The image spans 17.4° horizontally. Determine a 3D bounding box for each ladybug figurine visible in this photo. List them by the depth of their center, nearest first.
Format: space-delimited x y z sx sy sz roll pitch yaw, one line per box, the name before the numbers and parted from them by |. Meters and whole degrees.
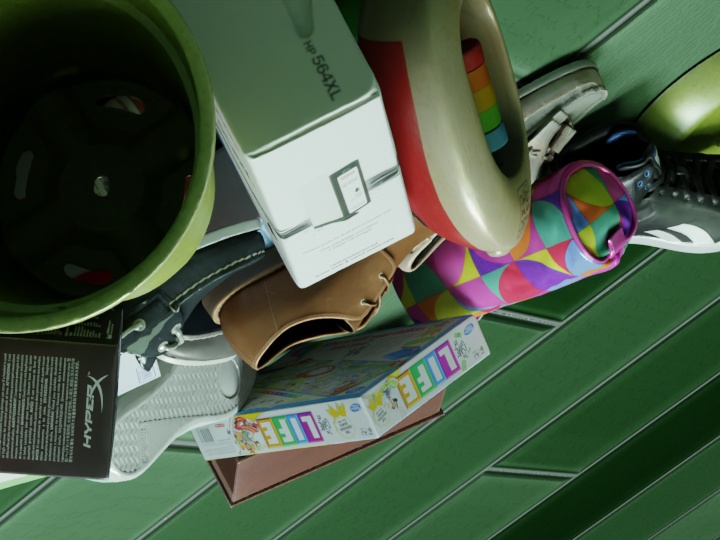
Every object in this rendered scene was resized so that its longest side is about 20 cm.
ladybug figurine | 0.049 -0.100 1.417 0.071 0.201 0.136 -10 -165 21

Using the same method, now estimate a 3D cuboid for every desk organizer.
desk organizer | -0.030 0.109 1.900 0.199 0.072 0.077 -22 155 -18

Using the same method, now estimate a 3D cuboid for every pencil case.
pencil case | 0.111 -0.013 1.725 0.088 0.089 0.200 -9 168 -42

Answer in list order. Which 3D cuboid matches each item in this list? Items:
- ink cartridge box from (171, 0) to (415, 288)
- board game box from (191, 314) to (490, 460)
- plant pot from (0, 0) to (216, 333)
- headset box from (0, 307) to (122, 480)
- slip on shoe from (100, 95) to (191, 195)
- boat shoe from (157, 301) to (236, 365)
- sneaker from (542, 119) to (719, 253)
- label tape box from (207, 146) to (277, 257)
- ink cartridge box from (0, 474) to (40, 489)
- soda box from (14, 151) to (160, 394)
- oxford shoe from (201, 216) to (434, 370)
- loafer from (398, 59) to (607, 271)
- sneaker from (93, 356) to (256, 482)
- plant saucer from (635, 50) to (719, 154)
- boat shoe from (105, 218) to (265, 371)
ink cartridge box | -0.043 -0.099 1.324 0.084 0.147 0.200 -26 158 -3
board game box | -0.018 0.088 1.747 0.199 0.034 0.134 -12 -163 48
plant pot | -0.157 -0.056 1.251 0.200 0.201 0.184 -30 169 3
headset box | -0.229 0.057 1.262 0.198 0.076 0.149 4 -174 -6
slip on shoe | -0.126 -0.045 1.448 0.061 0.074 0.200 -24 153 -20
boat shoe | -0.078 0.019 1.663 0.199 0.067 0.057 -10 136 -50
sneaker | 0.236 -0.067 1.778 0.198 0.074 0.112 -5 154 -5
label tape box | -0.014 -0.064 1.553 0.199 0.066 0.143 -33 159 1
ink cartridge box | -0.259 0.067 1.556 0.145 0.048 0.201 -13 132 -37
soda box | -0.177 0.005 1.452 0.063 0.068 0.201 -25 149 -12
oxford shoe | 0.000 0.000 1.528 0.199 0.072 0.071 -31 157 -3
loafer | 0.096 -0.072 1.671 0.199 0.063 0.072 -33 159 8
sneaker | -0.167 0.090 1.718 0.118 0.074 0.200 -2 -160 36
plant saucer | 0.298 -0.124 1.856 0.199 0.031 0.200 -25 158 -11
boat shoe | -0.139 0.033 1.380 0.199 0.061 0.076 -27 177 1
